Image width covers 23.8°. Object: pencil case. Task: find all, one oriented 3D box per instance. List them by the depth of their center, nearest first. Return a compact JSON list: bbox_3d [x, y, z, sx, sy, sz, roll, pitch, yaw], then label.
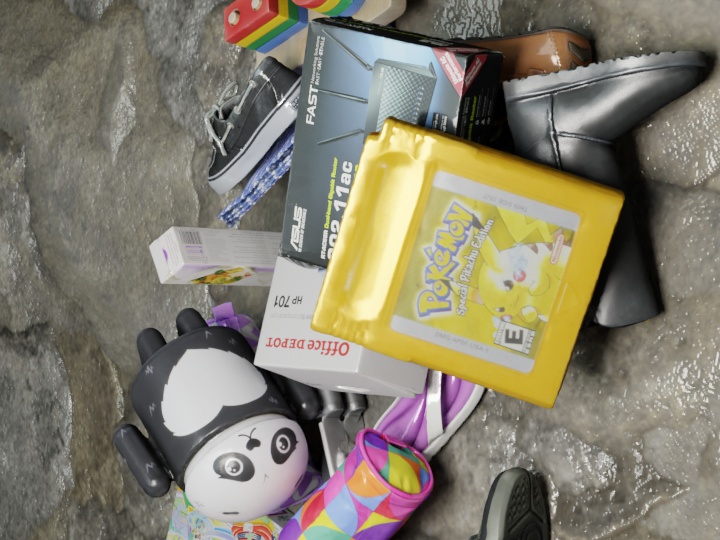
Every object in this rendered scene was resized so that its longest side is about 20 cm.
[{"bbox_3d":[-0.020,0.224,1.494,0.200,0.088,0.089,-49,56,30],"label":"pencil case"},{"bbox_3d":[-0.104,0.137,1.637,0.086,0.083,0.201,94,152,-61],"label":"pencil case"}]

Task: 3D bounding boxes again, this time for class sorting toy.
[{"bbox_3d":[-0.052,-0.296,1.562,0.198,0.069,0.202,-25,61,46],"label":"sorting toy"}]

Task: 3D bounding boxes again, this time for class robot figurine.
[{"bbox_3d":[-0.130,0.131,1.536,0.150,0.124,0.200,-45,60,19],"label":"robot figurine"}]

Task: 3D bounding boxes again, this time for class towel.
[{"bbox_3d":[-0.051,-0.135,1.553,0.024,0.145,0.200,40,130,-9],"label":"towel"}]

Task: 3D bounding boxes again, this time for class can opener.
[{"bbox_3d":[-0.032,0.124,1.582,0.067,0.053,0.201,-30,67,43],"label":"can opener"}]

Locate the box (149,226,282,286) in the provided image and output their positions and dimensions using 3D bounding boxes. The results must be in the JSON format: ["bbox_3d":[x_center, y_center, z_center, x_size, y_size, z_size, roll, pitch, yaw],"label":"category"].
[{"bbox_3d":[-0.100,-0.011,1.546,0.039,0.199,0.042,-35,65,39],"label":"box"}]

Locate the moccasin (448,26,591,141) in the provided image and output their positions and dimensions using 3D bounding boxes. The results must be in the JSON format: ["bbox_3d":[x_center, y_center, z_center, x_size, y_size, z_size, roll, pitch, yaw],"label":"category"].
[{"bbox_3d":[0.105,-0.151,1.420,0.200,0.073,0.078,0,82,39],"label":"moccasin"}]

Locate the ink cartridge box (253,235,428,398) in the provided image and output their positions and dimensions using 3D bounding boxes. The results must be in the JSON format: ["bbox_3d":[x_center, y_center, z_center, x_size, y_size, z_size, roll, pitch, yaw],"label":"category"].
[{"bbox_3d":[0.000,0.000,1.488,0.146,0.086,0.202,0,73,48],"label":"ink cartridge box"}]

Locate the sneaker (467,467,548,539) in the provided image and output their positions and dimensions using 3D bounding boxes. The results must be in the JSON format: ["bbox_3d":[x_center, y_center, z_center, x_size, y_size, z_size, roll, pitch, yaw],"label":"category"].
[{"bbox_3d":[0.095,0.256,1.422,0.114,0.076,0.201,13,105,41],"label":"sneaker"}]

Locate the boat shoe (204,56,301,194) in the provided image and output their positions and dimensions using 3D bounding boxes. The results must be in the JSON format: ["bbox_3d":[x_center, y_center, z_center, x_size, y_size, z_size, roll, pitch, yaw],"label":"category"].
[{"bbox_3d":[-0.110,-0.137,1.601,0.068,0.074,0.199,40,152,-6],"label":"boat shoe"}]

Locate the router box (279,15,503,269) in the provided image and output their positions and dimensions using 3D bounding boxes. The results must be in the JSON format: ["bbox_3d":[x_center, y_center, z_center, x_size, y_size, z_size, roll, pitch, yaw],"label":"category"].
[{"bbox_3d":[0.022,-0.091,1.356,0.149,0.062,0.202,16,106,31],"label":"router box"}]

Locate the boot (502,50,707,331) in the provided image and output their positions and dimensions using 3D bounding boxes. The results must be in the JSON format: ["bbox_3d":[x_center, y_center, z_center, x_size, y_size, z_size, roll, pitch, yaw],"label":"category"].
[{"bbox_3d":[0.199,-0.058,1.306,0.164,0.066,0.202,-9,90,27],"label":"boot"}]

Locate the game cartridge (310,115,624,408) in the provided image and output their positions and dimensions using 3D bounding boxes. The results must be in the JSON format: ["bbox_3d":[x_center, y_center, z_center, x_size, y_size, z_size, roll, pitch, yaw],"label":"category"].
[{"bbox_3d":[0.079,-0.006,1.293,0.199,0.032,0.178,17,105,2],"label":"game cartridge"}]

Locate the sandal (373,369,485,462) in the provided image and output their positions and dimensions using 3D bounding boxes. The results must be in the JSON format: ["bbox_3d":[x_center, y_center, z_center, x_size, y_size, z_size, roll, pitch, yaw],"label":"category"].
[{"bbox_3d":[0.055,0.110,1.485,0.082,0.050,0.204,47,123,37],"label":"sandal"}]

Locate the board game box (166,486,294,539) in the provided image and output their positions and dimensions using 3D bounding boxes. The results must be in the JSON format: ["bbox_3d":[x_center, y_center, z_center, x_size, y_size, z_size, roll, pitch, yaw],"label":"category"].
[{"bbox_3d":[-0.120,0.283,1.694,0.199,0.034,0.135,28,111,44],"label":"board game box"}]
